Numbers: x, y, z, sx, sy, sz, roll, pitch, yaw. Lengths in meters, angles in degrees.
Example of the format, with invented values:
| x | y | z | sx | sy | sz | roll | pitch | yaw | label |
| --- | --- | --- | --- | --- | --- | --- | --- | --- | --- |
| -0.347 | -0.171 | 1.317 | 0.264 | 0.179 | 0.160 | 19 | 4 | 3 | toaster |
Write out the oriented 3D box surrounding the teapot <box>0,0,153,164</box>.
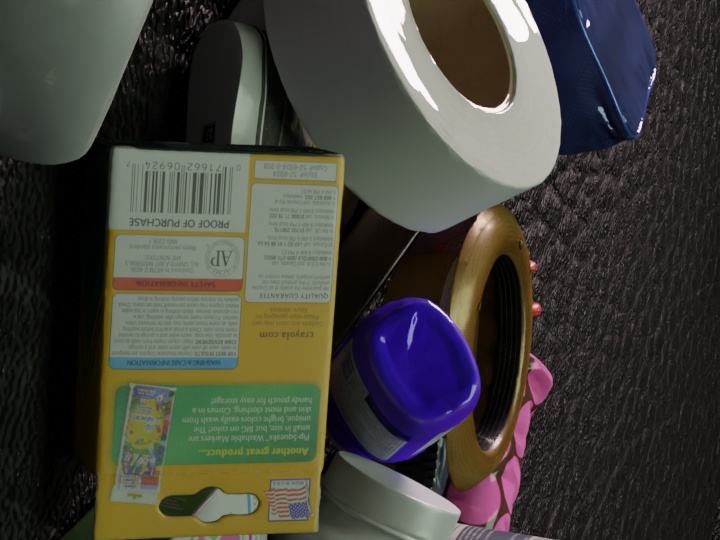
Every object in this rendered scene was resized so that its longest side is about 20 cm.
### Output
| x | y | z | sx | sy | sz | roll | pitch | yaw | label |
| --- | --- | --- | --- | --- | --- | --- | --- | --- | --- |
| -0.145 | -0.149 | 0.774 | 0.200 | 0.146 | 0.198 | -104 | -143 | -74 | teapot |

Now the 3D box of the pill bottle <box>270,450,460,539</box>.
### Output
| x | y | z | sx | sy | sz | roll | pitch | yaw | label |
| --- | --- | --- | --- | --- | --- | --- | --- | --- | --- |
| -0.019 | 0.218 | 1.201 | 0.200 | 0.112 | 0.112 | -65 | 160 | 1 | pill bottle |

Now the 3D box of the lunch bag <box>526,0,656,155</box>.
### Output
| x | y | z | sx | sy | sz | roll | pitch | yaw | label |
| --- | --- | --- | --- | --- | --- | --- | --- | --- | --- |
| 0.131 | -0.164 | 1.466 | 0.136 | 0.132 | 0.200 | 65 | 23 | -19 | lunch bag |

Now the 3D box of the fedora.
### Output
| x | y | z | sx | sy | sz | roll | pitch | yaw | label |
| --- | --- | --- | --- | --- | --- | --- | --- | --- | --- |
| 0.059 | 0.051 | 1.358 | 0.201 | 0.082 | 0.201 | 7 | 90 | -69 | fedora |

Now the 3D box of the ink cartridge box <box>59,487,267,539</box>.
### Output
| x | y | z | sx | sy | sz | roll | pitch | yaw | label |
| --- | --- | --- | --- | --- | --- | --- | --- | --- | --- |
| -0.114 | 0.174 | 1.072 | 0.200 | 0.059 | 0.104 | -45 | 139 | -60 | ink cartridge box |

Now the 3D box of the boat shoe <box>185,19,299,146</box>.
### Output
| x | y | z | sx | sy | sz | roll | pitch | yaw | label |
| --- | --- | --- | --- | --- | --- | --- | --- | --- | --- |
| -0.063 | -0.038 | 1.104 | 0.064 | 0.071 | 0.201 | 12 | 82 | -36 | boat shoe |

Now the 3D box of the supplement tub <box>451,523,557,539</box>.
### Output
| x | y | z | sx | sy | sz | roll | pitch | yaw | label |
| --- | --- | --- | --- | --- | --- | --- | --- | --- | --- |
| 0.075 | 0.253 | 1.418 | 0.140 | 0.199 | 0.141 | 7 | 90 | -72 | supplement tub |

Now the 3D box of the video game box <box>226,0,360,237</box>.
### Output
| x | y | z | sx | sy | sz | roll | pitch | yaw | label |
| --- | --- | --- | --- | --- | --- | --- | --- | --- | --- |
| -0.020 | -0.133 | 1.265 | 0.200 | 0.047 | 0.183 | -64 | 151 | -44 | video game box |

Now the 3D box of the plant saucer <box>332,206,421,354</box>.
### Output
| x | y | z | sx | sy | sz | roll | pitch | yaw | label |
| --- | --- | --- | --- | --- | --- | --- | --- | --- | --- |
| 0.000 | 0.000 | 1.268 | 0.201 | 0.037 | 0.200 | -55 | 179 | -1 | plant saucer |

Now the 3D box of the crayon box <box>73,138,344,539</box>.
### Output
| x | y | z | sx | sy | sz | roll | pitch | yaw | label |
| --- | --- | --- | --- | --- | --- | --- | --- | --- | --- |
| -0.081 | 0.035 | 1.027 | 0.052 | 0.125 | 0.201 | -160 | -108 | -67 | crayon box |

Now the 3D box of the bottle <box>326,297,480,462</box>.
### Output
| x | y | z | sx | sy | sz | roll | pitch | yaw | label |
| --- | --- | --- | --- | --- | --- | --- | --- | --- | --- |
| 0.018 | 0.077 | 1.233 | 0.084 | 0.065 | 0.200 | 60 | -17 | 8 | bottle |

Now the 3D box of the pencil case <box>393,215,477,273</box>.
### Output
| x | y | z | sx | sy | sz | roll | pitch | yaw | label |
| --- | --- | --- | --- | --- | --- | --- | --- | --- | --- |
| 0.062 | -0.074 | 1.373 | 0.200 | 0.087 | 0.088 | 108 | 4 | -52 | pencil case |

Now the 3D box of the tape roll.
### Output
| x | y | z | sx | sy | sz | roll | pitch | yaw | label |
| --- | --- | --- | --- | --- | --- | --- | --- | --- | --- |
| 0.033 | -0.127 | 1.151 | 0.202 | 0.071 | 0.203 | 35 | 42 | -39 | tape roll |

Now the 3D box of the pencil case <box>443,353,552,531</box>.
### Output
| x | y | z | sx | sy | sz | roll | pitch | yaw | label |
| --- | --- | --- | --- | --- | --- | --- | --- | --- | --- |
| 0.109 | 0.163 | 1.669 | 0.094 | 0.091 | 0.201 | 27 | 69 | -32 | pencil case |

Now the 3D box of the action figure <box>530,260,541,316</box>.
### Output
| x | y | z | sx | sy | sz | roll | pitch | yaw | label |
| --- | --- | --- | --- | --- | --- | --- | --- | --- | --- |
| 0.091 | 0.030 | 1.631 | 0.200 | 0.052 | 0.066 | -17 | 107 | -64 | action figure |

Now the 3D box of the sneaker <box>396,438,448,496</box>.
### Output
| x | y | z | sx | sy | sz | roll | pitch | yaw | label |
| --- | --- | --- | --- | --- | --- | --- | --- | --- | --- |
| 0.062 | 0.100 | 1.508 | 0.082 | 0.070 | 0.201 | 10 | 88 | -48 | sneaker |

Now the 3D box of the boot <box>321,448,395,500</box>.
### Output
| x | y | z | sx | sy | sz | roll | pitch | yaw | label |
| --- | --- | --- | --- | --- | --- | --- | --- | --- | --- |
| 0.045 | 0.197 | 1.334 | 0.064 | 0.200 | 0.186 | -55 | 168 | 33 | boot |
